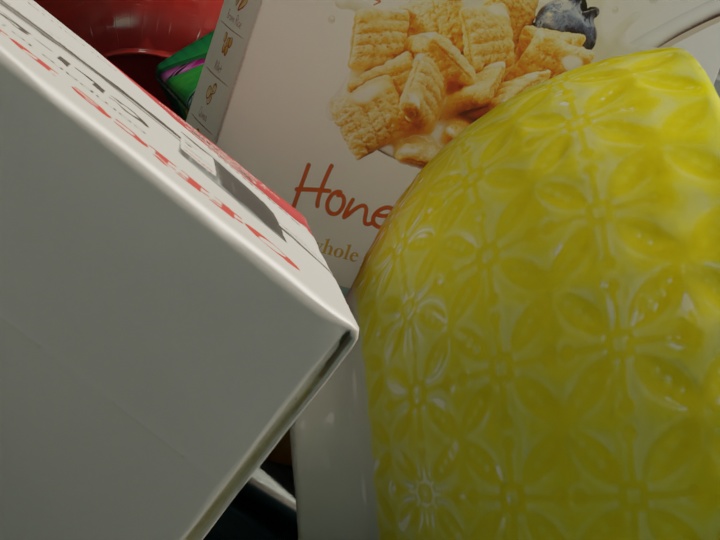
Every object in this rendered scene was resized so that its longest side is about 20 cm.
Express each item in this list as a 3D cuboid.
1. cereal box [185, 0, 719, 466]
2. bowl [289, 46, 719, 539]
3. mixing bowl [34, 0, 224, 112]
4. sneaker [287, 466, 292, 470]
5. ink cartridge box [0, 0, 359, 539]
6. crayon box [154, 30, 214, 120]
[{"bbox_3d":[0.022,-0.036,0.658,0.143,0.201,0.040,14,14,-21],"label":"cereal box"},{"bbox_3d":[0.036,0.047,0.572,0.107,0.201,0.200,-4,6,-2],"label":"bowl"},{"bbox_3d":[-0.072,-0.081,0.981,0.200,0.200,0.109,37,39,-13],"label":"mixing bowl"},{"bbox_3d":[-0.009,0.047,0.778,0.200,0.075,0.079,45,-9,20],"label":"sneaker"},{"bbox_3d":[-0.085,-0.012,0.493,0.144,0.084,0.200,38,4,-8],"label":"ink cartridge box"},{"bbox_3d":[0.000,0.000,0.877,0.201,0.058,0.119,60,-4,-17],"label":"crayon box"}]
